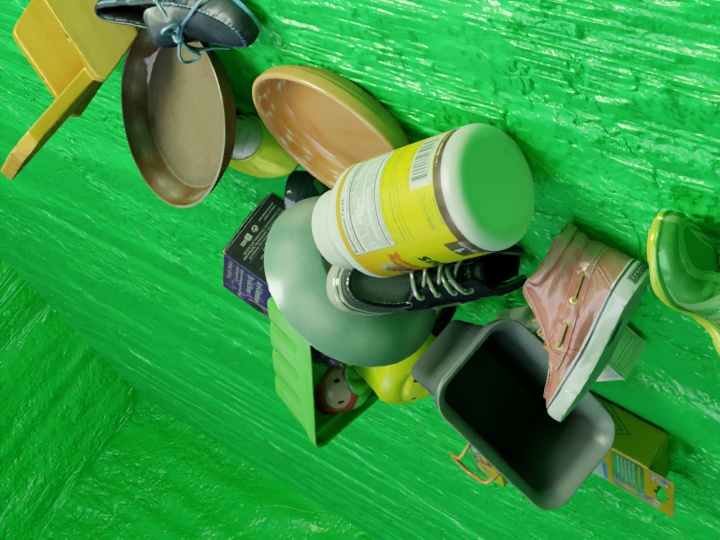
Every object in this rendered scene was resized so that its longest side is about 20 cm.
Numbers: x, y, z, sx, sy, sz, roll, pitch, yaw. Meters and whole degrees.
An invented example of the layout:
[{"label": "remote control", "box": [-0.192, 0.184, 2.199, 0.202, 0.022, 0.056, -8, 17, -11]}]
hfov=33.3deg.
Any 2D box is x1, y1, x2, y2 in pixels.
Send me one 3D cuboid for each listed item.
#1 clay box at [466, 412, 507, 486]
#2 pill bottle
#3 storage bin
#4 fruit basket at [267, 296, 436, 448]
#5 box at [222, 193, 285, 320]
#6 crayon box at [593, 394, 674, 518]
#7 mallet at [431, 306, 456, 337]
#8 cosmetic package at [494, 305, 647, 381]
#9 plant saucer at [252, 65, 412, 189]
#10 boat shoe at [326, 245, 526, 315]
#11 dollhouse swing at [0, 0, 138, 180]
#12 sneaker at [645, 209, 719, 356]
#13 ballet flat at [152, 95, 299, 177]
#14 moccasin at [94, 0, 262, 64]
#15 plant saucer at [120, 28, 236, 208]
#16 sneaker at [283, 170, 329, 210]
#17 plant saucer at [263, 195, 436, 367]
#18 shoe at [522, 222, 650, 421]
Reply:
[{"label": "clay box", "box": [0.177, 0.174, 1.468, 0.047, 0.115, 0.200, 26, 159, 27]}, {"label": "pill bottle", "box": [0.048, -0.055, 1.066, 0.200, 0.109, 0.109, -14, 129, 47]}, {"label": "storage bin", "box": [0.145, 0.147, 1.282, 0.200, 0.146, 0.134, 44, 172, -19]}, {"label": "fruit basket", "box": [0.005, 0.106, 1.380, 0.215, 0.155, 0.216, 31, 141, 29]}, {"label": "box", "box": [-0.072, 0.016, 1.560, 0.200, 0.104, 0.148, 35, 162, 6]}, {"label": "crayon box", "box": [0.294, 0.205, 1.429, 0.200, 0.052, 0.126, 29, 161, 26]}, {"label": "mallet", "box": [0.101, 0.021, 1.370, 0.041, 0.066, 0.200, 31, 147, 6]}, {"label": "cosmetic package", "box": [0.209, 0.075, 1.263, 0.083, 0.051, 0.200, 43, 161, -11]}, {"label": "plant saucer", "box": [-0.017, -0.134, 1.189, 0.200, 0.038, 0.200, 33, 161, 13]}, {"label": "boat shoe", "box": [0.070, 0.001, 1.176, 0.093, 0.199, 0.075, -5, 95, 56]}, {"label": "dollhouse swing", "box": [-0.355, -0.227, 1.298, 0.182, 0.176, 0.200, 56, 160, -9]}, {"label": "sneaker", "box": [0.299, 0.019, 0.945, 0.200, 0.074, 0.083, 43, 141, -21]}, {"label": "ballet flat", "box": [-0.154, -0.156, 1.327, 0.200, 0.067, 0.067, 29, -172, 31]}, {"label": "moccasin", "box": [-0.179, -0.241, 1.170, 0.200, 0.068, 0.081, 22, 157, 39]}, {"label": "plant saucer", "box": [-0.190, -0.168, 1.282, 0.200, 0.034, 0.201, 17, 113, 45]}, {"label": "sneaker", "box": [-0.016, -0.046, 1.385, 0.082, 0.070, 0.200, 3, 149, 32]}, {"label": "plant saucer", "box": [0.000, 0.000, 1.234, 0.201, 0.201, 0.039, 38, 139, -5]}, {"label": "shoe", "box": [0.193, 0.049, 1.119, 0.091, 0.071, 0.201, 35, 135, 19]}]
